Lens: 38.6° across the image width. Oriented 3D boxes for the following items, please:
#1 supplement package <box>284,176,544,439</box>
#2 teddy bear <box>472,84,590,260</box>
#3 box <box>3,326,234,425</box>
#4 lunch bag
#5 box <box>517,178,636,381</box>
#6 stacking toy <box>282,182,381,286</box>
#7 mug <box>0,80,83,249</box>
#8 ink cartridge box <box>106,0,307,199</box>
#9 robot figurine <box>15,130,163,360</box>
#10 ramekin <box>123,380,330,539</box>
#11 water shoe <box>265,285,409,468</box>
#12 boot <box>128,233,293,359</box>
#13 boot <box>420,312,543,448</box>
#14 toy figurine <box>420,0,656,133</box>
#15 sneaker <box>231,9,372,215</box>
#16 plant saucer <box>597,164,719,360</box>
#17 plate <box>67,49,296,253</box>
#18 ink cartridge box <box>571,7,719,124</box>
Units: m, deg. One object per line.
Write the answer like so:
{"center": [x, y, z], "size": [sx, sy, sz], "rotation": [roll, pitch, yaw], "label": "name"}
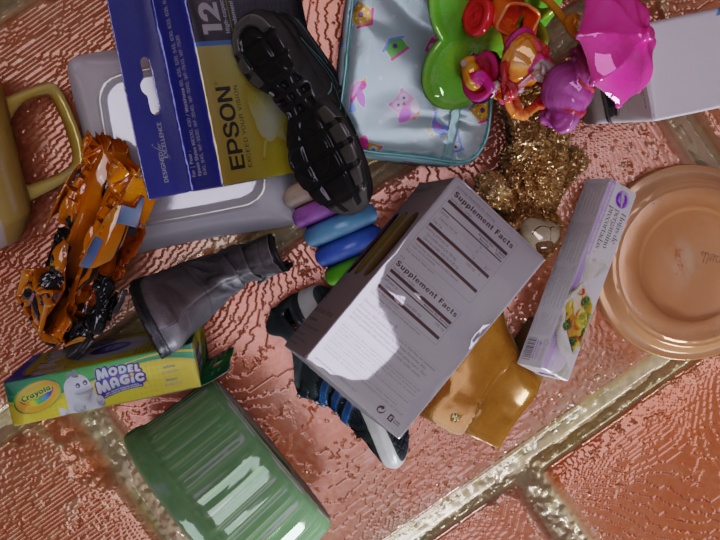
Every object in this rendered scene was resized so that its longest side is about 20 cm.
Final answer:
{"center": [0.044, 0.028, 0.905], "size": [0.109, 0.114, 0.200], "rotation": [41, 82, -11], "label": "supplement package"}
{"center": [0.169, -0.096, 0.988], "size": [0.067, 0.145, 0.201], "rotation": [15, 89, 37], "label": "teddy bear"}
{"center": [-0.221, 0.092, 0.972], "size": [0.199, 0.117, 0.049], "rotation": [-10, 98, -4], "label": "box"}
{"center": [0.058, -0.202, 0.986], "size": [0.160, 0.077, 0.201], "rotation": [8, 94, -4], "label": "lunch bag"}
{"center": [0.211, 0.008, 1.000], "size": [0.039, 0.041, 0.200], "rotation": [26, 80, -28], "label": "box"}
{"center": [0.000, 0.000, 0.989], "size": [0.085, 0.085, 0.200], "rotation": [-23, 93, -2], "label": "stacking toy"}
{"center": [-0.359, -0.092, 0.937], "size": [0.186, 0.149, 0.154], "rotation": [-17, 104, 6], "label": "mug"}
{"center": [-0.121, -0.177, 0.935], "size": [0.200, 0.047, 0.198], "rotation": [-18, 100, -47], "label": "ink cartridge box"}
{"center": [-0.256, -0.020, 0.945], "size": [0.058, 0.145, 0.200], "rotation": [19, 103, -41], "label": "robot figurine"}
{"center": [-0.117, 0.197, 0.952], "size": [0.098, 0.200, 0.200], "rotation": [-40, 96, -8], "label": "ramekin"}
{"center": [-0.021, 0.111, 1.023], "size": [0.079, 0.071, 0.200], "rotation": [-25, 95, 23], "label": "water shoe"}
{"center": [-0.130, 0.009, 0.931], "size": [0.131, 0.200, 0.070], "rotation": [-22, 105, 2], "label": "boot"}
{"center": [0.091, 0.078, 1.014], "size": [0.201, 0.071, 0.144], "rotation": [34, 88, -11], "label": "boot"}
{"center": [0.153, -0.182, 0.842], "size": [0.150, 0.184, 0.200], "rotation": [8, 120, -37], "label": "toy figurine"}
{"center": [-0.036, -0.147, 0.923], "size": [0.075, 0.079, 0.200], "rotation": [-25, 94, 34], "label": "sneaker"}
{"center": [0.334, -0.007, 1.045], "size": [0.200, 0.032, 0.201], "rotation": [0, 95, -5], "label": "plant saucer"}
{"center": [-0.171, -0.126, 1.000], "size": [0.199, 0.032, 0.200], "rotation": [-10, 95, -3], "label": "plate"}
{"center": [0.294, -0.188, 0.943], "size": [0.144, 0.200, 0.084], "rotation": [-12, 98, -3], "label": "ink cartridge box"}
